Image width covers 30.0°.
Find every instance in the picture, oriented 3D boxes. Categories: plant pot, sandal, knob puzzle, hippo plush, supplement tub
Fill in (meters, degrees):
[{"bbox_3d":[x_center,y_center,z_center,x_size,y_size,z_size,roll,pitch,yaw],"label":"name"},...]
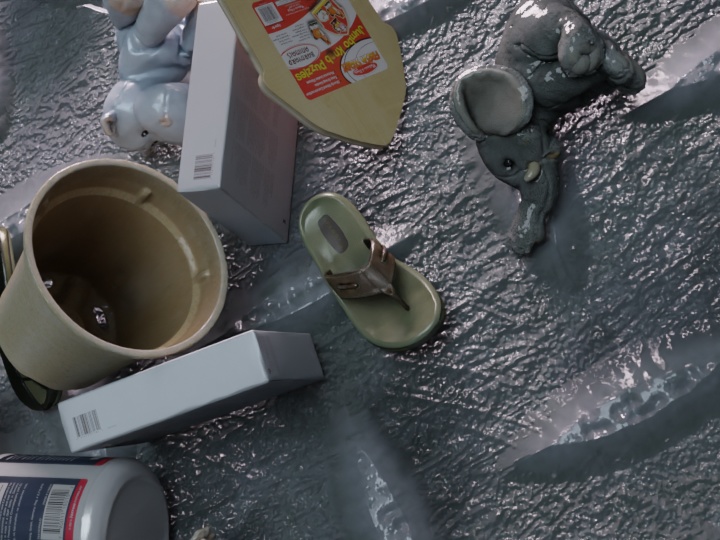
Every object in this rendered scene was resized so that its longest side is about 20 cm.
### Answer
[{"bbox_3d":[-0.257,0.024,1.291,0.183,0.200,0.201,-39,54,47],"label":"plant pot"},{"bbox_3d":[-0.001,0.000,1.269,0.080,0.057,0.201,-44,61,3],"label":"sandal"},{"bbox_3d":[-0.034,-0.203,1.317,0.030,0.219,0.220,-32,57,46],"label":"knob puzzle"},{"bbox_3d":[-0.225,-0.210,1.391,0.200,0.159,0.161,3,72,23],"label":"hippo plush"},{"bbox_3d":[-0.353,0.051,1.409,0.080,0.057,0.201,-32,77,44],"label":"sandal"},{"bbox_3d":[-0.295,0.244,1.264,0.200,0.140,0.140,-2,71,22],"label":"supplement tub"}]

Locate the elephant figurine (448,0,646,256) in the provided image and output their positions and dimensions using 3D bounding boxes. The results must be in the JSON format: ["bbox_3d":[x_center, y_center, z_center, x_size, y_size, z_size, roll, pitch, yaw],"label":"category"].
[{"bbox_3d":[0.151,-0.147,1.238,0.200,0.141,0.155,-48,30,18],"label":"elephant figurine"}]

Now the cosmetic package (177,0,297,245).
[{"bbox_3d":[-0.115,-0.143,1.325,0.052,0.151,0.200,-5,69,24],"label":"cosmetic package"}]

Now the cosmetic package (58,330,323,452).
[{"bbox_3d":[-0.152,0.111,1.238,0.200,0.151,0.052,-21,79,14],"label":"cosmetic package"}]

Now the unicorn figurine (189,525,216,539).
[{"bbox_3d":[-0.177,0.308,1.208,0.137,0.200,0.074,-36,52,-24],"label":"unicorn figurine"}]
